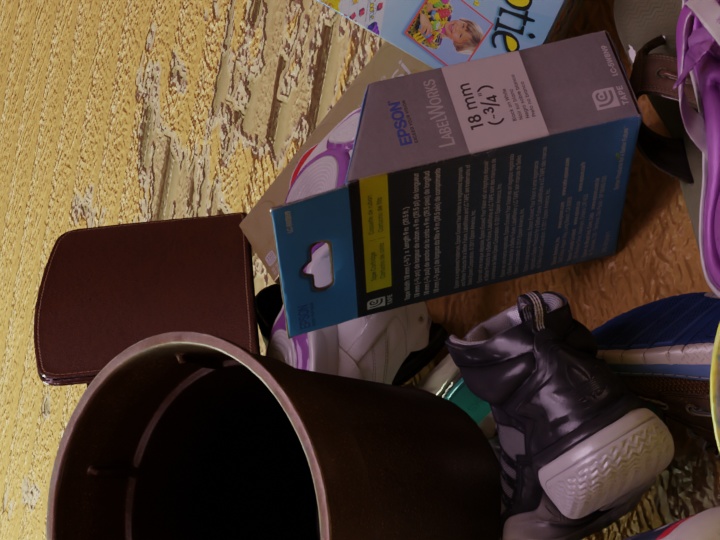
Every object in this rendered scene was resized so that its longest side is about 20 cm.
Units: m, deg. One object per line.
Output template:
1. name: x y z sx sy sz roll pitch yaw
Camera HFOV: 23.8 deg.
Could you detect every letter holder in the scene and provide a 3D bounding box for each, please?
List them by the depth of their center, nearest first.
1. letter holder: -0.135 0.055 1.111 0.200 0.140 0.102 -102 9 -62

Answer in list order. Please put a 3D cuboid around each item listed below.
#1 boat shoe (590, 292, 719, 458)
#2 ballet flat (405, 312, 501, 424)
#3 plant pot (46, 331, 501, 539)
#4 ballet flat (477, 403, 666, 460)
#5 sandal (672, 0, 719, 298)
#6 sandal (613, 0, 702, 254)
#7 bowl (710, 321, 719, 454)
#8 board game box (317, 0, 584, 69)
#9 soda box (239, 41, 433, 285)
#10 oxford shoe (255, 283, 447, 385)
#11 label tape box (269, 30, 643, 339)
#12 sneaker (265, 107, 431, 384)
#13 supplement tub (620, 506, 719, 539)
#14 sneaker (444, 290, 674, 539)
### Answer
1. boat shoe: 0.183 0.056 0.848 0.199 0.072 0.073 -4 113 55
2. ballet flat: 0.053 0.090 1.087 0.200 0.069 0.070 -46 48 44
3. plant pot: -0.032 0.137 0.930 0.199 0.197 0.203 -3 85 38
4. ballet flat: 0.103 0.103 0.997 0.199 0.067 0.064 -25 54 49
5. sandal: 0.178 -0.086 0.826 0.082 0.049 0.205 -24 66 56
6. sandal: 0.176 -0.078 0.900 0.080 0.057 0.203 -48 48 48
7. bowl: 0.242 0.034 0.701 0.108 0.198 0.202 -52 -23 -74
8. board game box: 0.037 -0.199 1.002 0.199 0.103 0.105 31 121 8
9. soda box: 0.013 -0.075 1.103 0.200 0.064 0.068 -51 43 15
10. oxford shoe: -0.017 0.039 1.163 0.199 0.073 0.085 0 128 55
11. label tape box: 0.045 -0.045 0.934 0.145 0.198 0.064 87 168 -60
12. sneaker: 0.000 0.000 1.054 0.075 0.099 0.202 25 106 57
13. supplement tub: 0.140 0.204 0.841 0.200 0.139 0.142 -33 58 52
14. sneaker: 0.093 0.079 0.875 0.114 0.075 0.200 61 164 17
